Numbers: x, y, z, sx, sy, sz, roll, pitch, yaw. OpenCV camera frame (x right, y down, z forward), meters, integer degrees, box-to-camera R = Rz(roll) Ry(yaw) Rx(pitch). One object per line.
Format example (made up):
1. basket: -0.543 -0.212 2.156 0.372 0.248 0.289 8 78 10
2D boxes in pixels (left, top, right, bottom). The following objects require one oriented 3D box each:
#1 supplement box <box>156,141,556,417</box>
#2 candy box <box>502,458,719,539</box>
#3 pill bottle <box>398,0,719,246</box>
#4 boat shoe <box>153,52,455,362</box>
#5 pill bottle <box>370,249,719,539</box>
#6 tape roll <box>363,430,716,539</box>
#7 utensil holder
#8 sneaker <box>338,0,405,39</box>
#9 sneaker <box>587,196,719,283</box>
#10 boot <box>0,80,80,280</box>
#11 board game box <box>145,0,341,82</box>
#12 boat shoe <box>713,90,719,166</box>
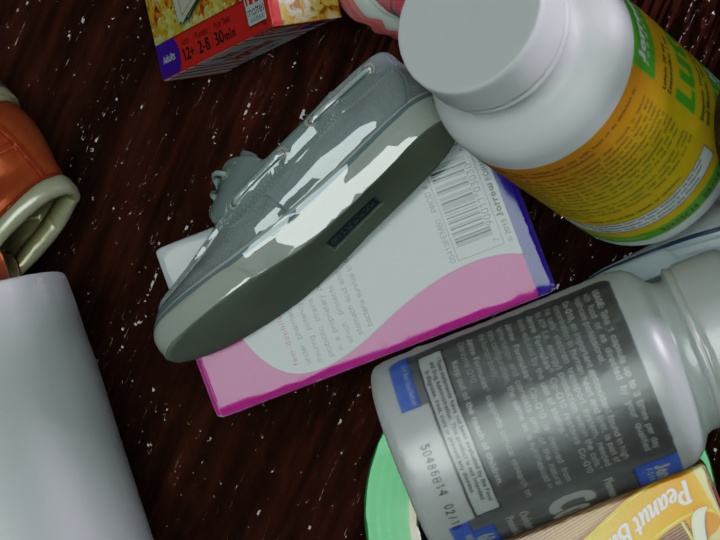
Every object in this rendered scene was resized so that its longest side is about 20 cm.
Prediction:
1. supplement box: 0.000 0.000 1.257 0.199 0.103 0.102 -20 88 4
2. candy box: 0.115 0.192 1.222 0.199 0.055 0.116 -21 89 4
3. pill bottle: 0.106 -0.094 1.149 0.111 0.200 0.111 -13 66 30
4. boat shoe: -0.040 -0.035 1.185 0.201 0.070 0.072 -42 68 4
5. pill bottle: 0.116 0.068 1.193 0.199 0.114 0.114 -22 88 5
6. tape roll: 0.103 0.136 1.275 0.200 0.048 0.201 0 90 5
7. utensil holder: -0.210 0.118 1.244 0.169 0.170 0.201 -17 87 5
8. sneaker: 0.080 -0.137 1.217 0.200 0.087 0.074 21 73 -34
9. sneaker: 0.214 -0.021 1.261 0.199 0.073 0.071 -23 49 15
10. boot: -0.252 -0.010 1.282 0.200 0.075 0.107 -45 70 3
11. board game box: -0.083 -0.219 1.241 0.046 0.151 0.201 -11 88 -29
12. boat shoe: 0.231 -0.027 1.163 0.069 0.200 0.074 -16 47 7
